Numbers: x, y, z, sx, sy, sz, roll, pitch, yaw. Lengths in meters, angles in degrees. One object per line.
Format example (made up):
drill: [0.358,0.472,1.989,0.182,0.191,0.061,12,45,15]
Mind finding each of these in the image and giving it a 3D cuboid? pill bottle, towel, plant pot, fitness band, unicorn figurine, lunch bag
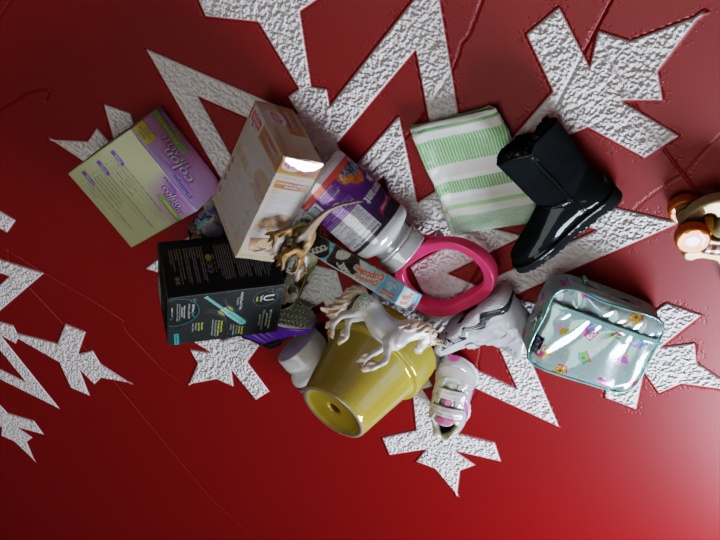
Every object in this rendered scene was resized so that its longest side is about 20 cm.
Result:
pill bottle: [0.003,-0.090,1.270,0.200,0.111,0.111,41,132,-9]
pill bottle: [-0.062,0.215,1.540,0.114,0.114,0.200,-26,112,38]
towel: [0.174,-0.148,1.202,0.152,0.023,0.200,-9,121,30]
plant pot: [0.003,0.185,1.402,0.201,0.189,0.201,27,145,21]
fitness band: [0.140,0.007,1.322,0.144,0.037,0.200,42,139,-14]
unicorn figurine: [0.037,0.103,1.299,0.200,0.137,0.074,47,176,-2]
lunch bag: [0.363,0.096,1.239,0.200,0.077,0.161,18,117,-2]

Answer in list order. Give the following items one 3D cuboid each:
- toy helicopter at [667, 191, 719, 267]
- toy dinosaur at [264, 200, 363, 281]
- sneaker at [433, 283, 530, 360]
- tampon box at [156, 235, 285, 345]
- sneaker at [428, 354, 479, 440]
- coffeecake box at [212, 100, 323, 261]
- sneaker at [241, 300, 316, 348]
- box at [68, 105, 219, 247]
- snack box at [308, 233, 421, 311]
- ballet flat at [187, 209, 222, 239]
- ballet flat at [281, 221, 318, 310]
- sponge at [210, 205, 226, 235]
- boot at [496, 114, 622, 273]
toy helicopter: [0.526,-0.034,1.107,0.132,0.079,0.200,-19,127,25]
toy dinosaur: [-0.089,-0.055,1.226,0.060,0.106,0.200,54,140,16]
sneaker: [0.219,0.114,1.351,0.115,0.075,0.200,41,129,-6]
tampon box: [-0.249,0.031,1.387,0.200,0.126,0.150,-6,144,-19]
sneaker: [0.172,0.244,1.467,0.081,0.088,0.200,9,129,19]
coffeecake box: [-0.153,-0.141,1.249,0.073,0.154,0.200,6,130,-34]
sneaker: [-0.165,0.111,1.545,0.200,0.070,0.100,3,134,28]
box: [-0.386,-0.164,1.407,0.200,0.097,0.176,-22,114,37]
snack box: [0.000,0.000,1.315,0.200,0.116,0.037,30,92,21]
ballet flat: [-0.295,-0.030,1.451,0.072,0.072,0.200,24,143,7]
ballet flat: [-0.123,0.000,1.432,0.071,0.071,0.200,26,132,5]
sponge: [-0.205,-0.098,1.418,0.112,0.030,0.200,43,132,-11]
boot: [0.254,-0.110,1.147,0.168,0.076,0.200,41,119,-13]
